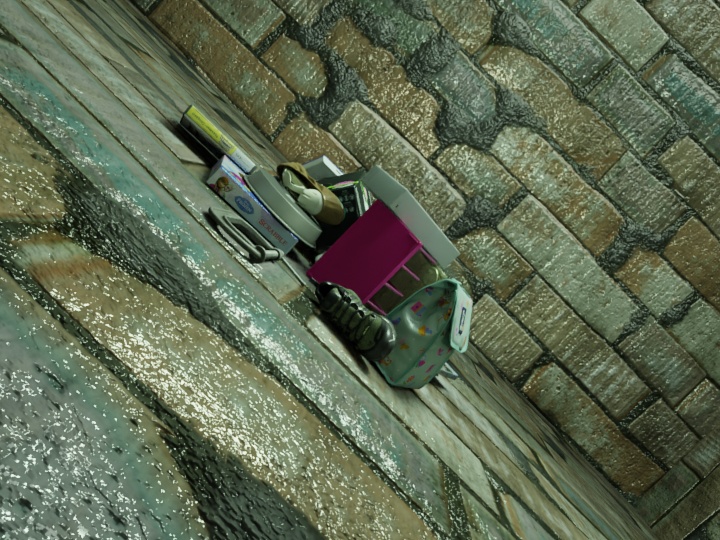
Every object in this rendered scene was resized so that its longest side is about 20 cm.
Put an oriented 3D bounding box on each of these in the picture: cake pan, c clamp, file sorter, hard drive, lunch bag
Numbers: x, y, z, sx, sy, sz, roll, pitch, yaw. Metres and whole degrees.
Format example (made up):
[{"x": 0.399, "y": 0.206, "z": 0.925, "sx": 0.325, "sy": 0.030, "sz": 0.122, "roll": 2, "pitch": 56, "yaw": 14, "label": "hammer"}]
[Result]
[{"x": -0.149, "y": -0.128, "z": 1.341, "sx": 0.200, "sy": 0.037, "sz": 0.200, "roll": 46, "pitch": 6, "yaw": -6, "label": "cake pan"}, {"x": -0.166, "y": -0.044, "z": 1.088, "sx": 0.171, "sy": 0.027, "sz": 0.200, "roll": 46, "pitch": 5, "yaw": 9, "label": "c clamp"}, {"x": 0.028, "y": -0.002, "z": 1.305, "sx": 0.139, "sy": 0.200, "sz": 0.125, "roll": 48, "pitch": 6, "yaw": 33, "label": "file sorter"}, {"x": -0.136, "y": -0.206, "z": 1.659, "sx": 0.132, "sy": 0.198, "sz": 0.026, "roll": 39, "pitch": 41, "yaw": -48, "label": "hard drive"}, {"x": 0.118, "y": 0.106, "z": 1.183, "sx": 0.122, "sy": 0.200, "sz": 0.170, "roll": 46, "pitch": 5, "yaw": 23, "label": "lunch bag"}]

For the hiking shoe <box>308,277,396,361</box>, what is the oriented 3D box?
[{"x": -0.021, "y": 0.079, "z": 1.103, "sx": 0.100, "sy": 0.076, "sz": 0.200, "roll": 29, "pitch": 5, "yaw": -38, "label": "hiking shoe"}]

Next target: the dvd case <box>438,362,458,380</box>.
[{"x": 0.141, "y": 0.179, "z": 1.504, "sx": 0.143, "sy": 0.018, "sz": 0.200, "roll": 47, "pitch": 7, "yaw": 28, "label": "dvd case"}]

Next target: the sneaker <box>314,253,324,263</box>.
[{"x": 0.000, "y": 0.000, "z": 1.449, "sx": 0.199, "sy": 0.088, "sz": 0.081, "roll": 25, "pitch": 33, "yaw": -38, "label": "sneaker"}]

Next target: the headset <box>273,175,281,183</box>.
[{"x": -0.195, "y": -0.152, "z": 1.548, "sx": 0.124, "sy": 0.094, "sz": 0.200, "roll": 47, "pitch": 20, "yaw": -15, "label": "headset"}]

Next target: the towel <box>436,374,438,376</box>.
[{"x": 0.103, "y": 0.171, "z": 1.501, "sx": 0.147, "sy": 0.024, "sz": 0.200, "roll": 47, "pitch": 6, "yaw": 26, "label": "towel"}]

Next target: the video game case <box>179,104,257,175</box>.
[{"x": -0.312, "y": -0.273, "z": 1.459, "sx": 0.181, "sy": 0.026, "sz": 0.200, "roll": 43, "pitch": -8, "yaw": -17, "label": "video game case"}]

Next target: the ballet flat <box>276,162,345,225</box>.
[{"x": -0.112, "y": -0.161, "z": 1.377, "sx": 0.072, "sy": 0.068, "sz": 0.200, "roll": 6, "pitch": 36, "yaw": -50, "label": "ballet flat"}]

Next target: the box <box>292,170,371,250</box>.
[{"x": -0.057, "y": -0.140, "z": 1.528, "sx": 0.200, "sy": 0.147, "sz": 0.126, "roll": -66, "pitch": 146, "yaw": -71, "label": "box"}]

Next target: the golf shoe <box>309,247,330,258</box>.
[{"x": -0.063, "y": -0.052, "z": 1.556, "sx": 0.073, "sy": 0.092, "sz": 0.200, "roll": 45, "pitch": 8, "yaw": -5, "label": "golf shoe"}]

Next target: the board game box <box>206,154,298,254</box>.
[{"x": -0.211, "y": -0.135, "z": 1.329, "sx": 0.200, "sy": 0.041, "sz": 0.200, "roll": 44, "pitch": 6, "yaw": -19, "label": "board game box"}]

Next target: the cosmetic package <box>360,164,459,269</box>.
[{"x": 0.099, "y": -0.107, "z": 1.343, "sx": 0.200, "sy": 0.052, "sz": 0.151, "roll": 45, "pitch": 5, "yaw": -35, "label": "cosmetic package"}]

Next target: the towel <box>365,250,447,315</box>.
[{"x": 0.076, "y": 0.040, "z": 1.380, "sx": 0.036, "sy": 0.201, "sz": 0.149, "roll": 10, "pitch": 31, "yaw": -51, "label": "towel"}]
